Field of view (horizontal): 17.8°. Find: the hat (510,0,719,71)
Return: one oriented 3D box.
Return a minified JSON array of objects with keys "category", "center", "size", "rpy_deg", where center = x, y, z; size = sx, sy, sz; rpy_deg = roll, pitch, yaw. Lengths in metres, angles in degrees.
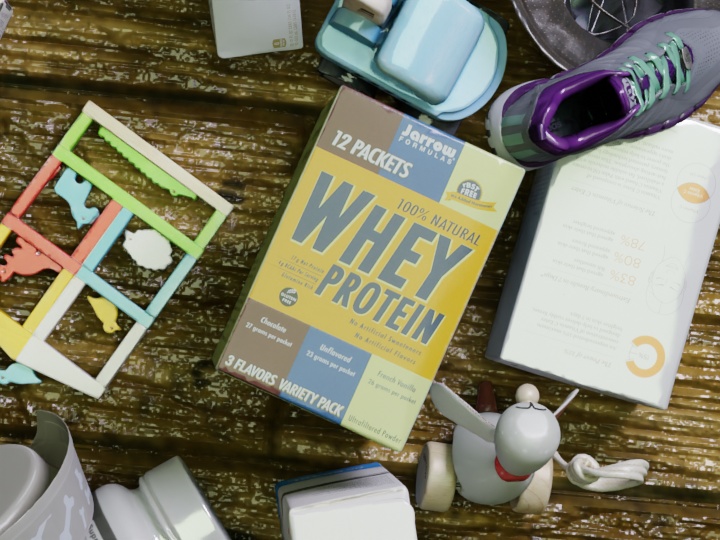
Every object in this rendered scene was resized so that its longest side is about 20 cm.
[{"category":"hat","center":[0.175,-0.193,1.628],"size":[0.199,0.081,0.202],"rpy_deg":[8,67,-20]}]

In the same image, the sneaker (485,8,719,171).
[{"category":"sneaker","center":[0.184,-0.117,1.521],"size":[0.199,0.087,0.075],"rpy_deg":[-28,101,-18]}]

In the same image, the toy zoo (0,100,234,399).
[{"category":"toy zoo","center":[-0.199,-0.002,1.641],"size":[0.131,0.020,0.200],"rpy_deg":[36,87,-3]}]

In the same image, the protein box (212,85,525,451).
[{"category":"protein box","center":[0.000,0.000,1.565],"size":[0.134,0.199,0.201],"rpy_deg":[24,88,-4]}]

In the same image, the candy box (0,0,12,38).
[{"category":"candy box","center":[-0.348,-0.127,1.613],"size":[0.136,0.061,0.201],"rpy_deg":[24,88,-3]}]

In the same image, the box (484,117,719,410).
[{"category":"box","center":[0.177,-0.016,1.627],"size":[0.124,0.097,0.201],"rpy_deg":[17,88,-4]}]

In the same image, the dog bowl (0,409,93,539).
[{"category":"dog bowl","center":[-0.269,0.179,1.555],"size":[0.199,0.200,0.059],"rpy_deg":[-32,114,-3]}]

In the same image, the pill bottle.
[{"category":"pill bottle","center":[-0.187,0.220,1.594],"size":[0.199,0.114,0.114],"rpy_deg":[-32,91,-4]}]

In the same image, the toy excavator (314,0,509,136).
[{"category":"toy excavator","center":[0.016,-0.176,1.565],"size":[0.194,0.200,0.100],"rpy_deg":[29,87,-5]}]

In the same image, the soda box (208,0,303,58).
[{"category":"soda box","center":[-0.080,-0.249,1.576],"size":[0.063,0.068,0.201],"rpy_deg":[-8,128,-4]}]

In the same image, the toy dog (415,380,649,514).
[{"category":"toy dog","center":[0.102,0.108,1.592],"size":[0.131,0.200,0.097],"rpy_deg":[10,71,-28]}]

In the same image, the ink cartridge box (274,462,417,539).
[{"category":"ink cartridge box","center":[-0.005,0.215,1.562],"size":[0.084,0.200,0.147],"rpy_deg":[-9,90,-4]}]
